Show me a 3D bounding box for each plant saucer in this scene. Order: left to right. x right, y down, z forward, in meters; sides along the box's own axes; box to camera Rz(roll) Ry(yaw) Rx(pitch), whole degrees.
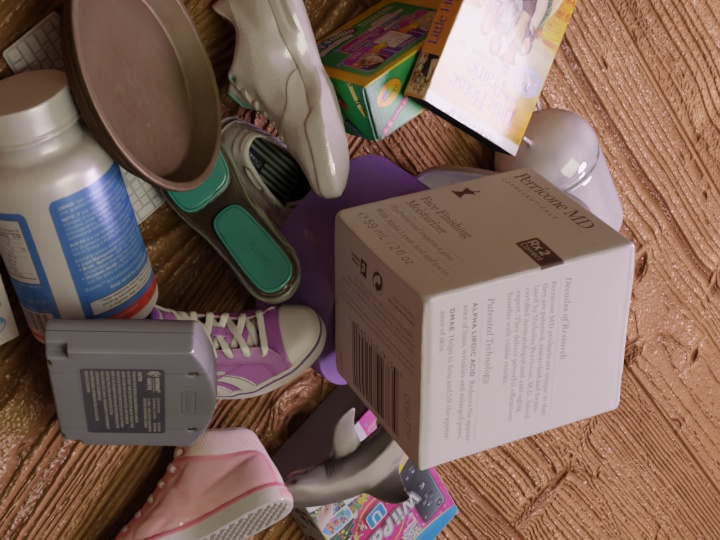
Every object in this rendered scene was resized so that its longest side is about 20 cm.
[{"bbox_3d":[-0.176,-0.157,1.176,0.200,0.029,0.202,46,36,-47],"label":"plant saucer"}]

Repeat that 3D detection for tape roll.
[{"bbox_3d":[0.000,0.000,1.376,0.200,0.085,0.201,-39,149,-29],"label":"tape roll"}]

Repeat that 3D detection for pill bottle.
[{"bbox_3d":[-0.237,-0.050,1.165,0.112,0.112,0.202,-32,125,-30],"label":"pill bottle"}]

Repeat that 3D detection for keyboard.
[{"bbox_3d":[-0.224,-0.117,1.224,0.056,0.011,0.201,-46,130,-22],"label":"keyboard"}]

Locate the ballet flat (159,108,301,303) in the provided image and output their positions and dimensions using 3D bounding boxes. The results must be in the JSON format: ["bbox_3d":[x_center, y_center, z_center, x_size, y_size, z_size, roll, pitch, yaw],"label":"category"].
[{"bbox_3d":[-0.122,-0.054,1.278,0.067,0.064,0.201,-36,87,-4],"label":"ballet flat"}]

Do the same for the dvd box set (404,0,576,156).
[{"bbox_3d":[0.127,-0.222,1.336,0.146,0.029,0.202,25,86,-45],"label":"dvd box set"}]

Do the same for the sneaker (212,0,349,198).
[{"bbox_3d":[-0.071,-0.151,1.274,0.075,0.087,0.203,6,67,-78],"label":"sneaker"}]

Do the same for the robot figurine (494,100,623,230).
[{"bbox_3d":[0.210,-0.089,1.569,0.171,0.112,0.201,-85,154,-47],"label":"robot figurine"}]

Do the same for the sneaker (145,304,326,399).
[{"bbox_3d":[-0.131,0.062,1.246,0.198,0.073,0.115,-16,151,3],"label":"sneaker"}]

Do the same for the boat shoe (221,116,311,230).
[{"bbox_3d":[-0.062,-0.072,1.352,0.199,0.066,0.074,28,86,-45],"label":"boat shoe"}]

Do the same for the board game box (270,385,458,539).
[{"bbox_3d":[0.003,0.226,1.521,0.148,0.064,0.201,-45,130,-21],"label":"board game box"}]

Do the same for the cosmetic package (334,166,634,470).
[{"bbox_3d":[0.099,0.035,1.245,0.198,0.165,0.167,-15,123,-23],"label":"cosmetic package"}]

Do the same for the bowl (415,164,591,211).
[{"bbox_3d":[0.134,-0.008,1.484,0.075,0.197,0.203,-52,154,-62],"label":"bowl"}]

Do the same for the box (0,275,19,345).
[{"bbox_3d":[-0.340,0.006,1.138,0.118,0.041,0.202,-30,121,-32],"label":"box"}]

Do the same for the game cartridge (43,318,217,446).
[{"bbox_3d":[-0.181,0.092,1.191,0.131,0.042,0.201,-2,153,-9],"label":"game cartridge"}]

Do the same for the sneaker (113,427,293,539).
[{"bbox_3d":[-0.168,0.214,1.359,0.198,0.105,0.076,-26,154,-1],"label":"sneaker"}]

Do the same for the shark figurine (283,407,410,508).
[{"bbox_3d":[0.030,0.169,1.393,0.215,0.090,0.128,-47,140,9],"label":"shark figurine"}]

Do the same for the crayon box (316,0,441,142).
[{"bbox_3d":[0.040,-0.201,1.366,0.199,0.118,0.059,-37,127,-27],"label":"crayon box"}]
